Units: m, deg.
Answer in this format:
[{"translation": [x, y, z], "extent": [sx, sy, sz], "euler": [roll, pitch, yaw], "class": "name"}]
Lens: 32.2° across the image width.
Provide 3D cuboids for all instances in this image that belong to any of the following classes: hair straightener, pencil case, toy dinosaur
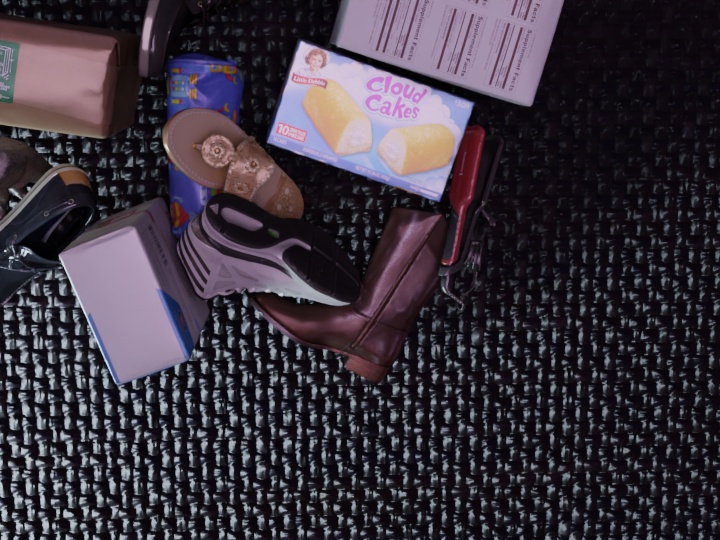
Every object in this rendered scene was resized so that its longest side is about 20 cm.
[{"translation": [0.130, -0.053, 1.364], "extent": [0.077, 0.041, 0.201], "euler": [15, 80, -44], "class": "hair straightener"}, {"translation": [-0.163, -0.130, 1.331], "extent": [0.086, 0.078, 0.201], "euler": [-5, 101, -18], "class": "pencil case"}, {"translation": [-0.393, -0.104, 1.323], "extent": [0.199, 0.077, 0.103], "euler": [4, 114, 0], "class": "toy dinosaur"}]

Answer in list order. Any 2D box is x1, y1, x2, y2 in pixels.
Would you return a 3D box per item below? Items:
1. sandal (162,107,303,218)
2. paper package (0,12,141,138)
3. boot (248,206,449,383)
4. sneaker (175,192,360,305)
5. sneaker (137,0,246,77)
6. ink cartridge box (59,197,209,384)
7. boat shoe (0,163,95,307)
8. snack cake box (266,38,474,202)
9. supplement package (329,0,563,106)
[{"translation": [-0.108, -0.104, 1.287], "extent": [0.212, 0.069, 0.078], "euler": [38, 67, -48], "class": "sandal"}, {"translation": [-0.330, -0.201, 1.250], "extent": [0.199, 0.191, 0.104], "euler": [9, 100, -4], "class": "paper package"}, {"translation": [0.000, 0.000, 1.374], "extent": [0.186, 0.064, 0.201], "euler": [28, 99, -18], "class": "boot"}, {"translation": [-0.104, -0.004, 1.317], "extent": [0.200, 0.076, 0.115], "euler": [27, 138, -26], "class": "sneaker"}, {"translation": [-0.157, -0.278, 1.279], "extent": [0.106, 0.075, 0.201], "euler": [20, 75, -9], "class": "sneaker"}, {"translation": [-0.228, 0.015, 1.294], "extent": [0.084, 0.200, 0.145], "euler": [-21, 101, 4], "class": "ink cartridge box"}, {"translation": [-0.351, -0.024, 1.327], "extent": [0.200, 0.074, 0.062], "euler": [-47, 60, 16], "class": "boat shoe"}, {"translation": [0.009, -0.162, 1.342], "extent": [0.199, 0.067, 0.116], "euler": [18, 100, -7], "class": "snack cake box"}, {"translation": [0.085, -0.270, 1.263], "extent": [0.199, 0.191, 0.148], "euler": [16, 100, -7], "class": "supplement package"}]
